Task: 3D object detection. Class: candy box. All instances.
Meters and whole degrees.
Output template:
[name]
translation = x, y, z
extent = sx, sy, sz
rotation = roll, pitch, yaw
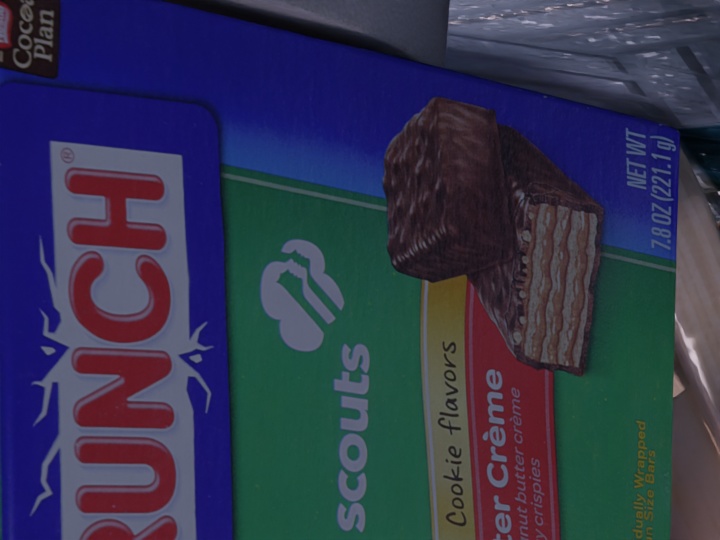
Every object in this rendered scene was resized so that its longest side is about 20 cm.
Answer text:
[candy box]
translation = -0.029, 0.038, 0.602
extent = 0.199, 0.170, 0.077
rotation = 10, 167, -37

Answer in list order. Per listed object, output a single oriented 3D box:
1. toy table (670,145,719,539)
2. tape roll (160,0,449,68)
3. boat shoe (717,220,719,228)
[toy table]
translation = 0.096, 0.042, 0.754
extent = 0.199, 0.118, 0.184
rotation = -24, 166, -10
[tape roll]
translation = -0.080, -0.064, 0.654
extent = 0.201, 0.037, 0.203
rotation = 5, 173, 1
[boat shoe]
translation = 0.205, 0.010, 0.976
extent = 0.199, 0.072, 0.076
rotation = 17, -178, -15
